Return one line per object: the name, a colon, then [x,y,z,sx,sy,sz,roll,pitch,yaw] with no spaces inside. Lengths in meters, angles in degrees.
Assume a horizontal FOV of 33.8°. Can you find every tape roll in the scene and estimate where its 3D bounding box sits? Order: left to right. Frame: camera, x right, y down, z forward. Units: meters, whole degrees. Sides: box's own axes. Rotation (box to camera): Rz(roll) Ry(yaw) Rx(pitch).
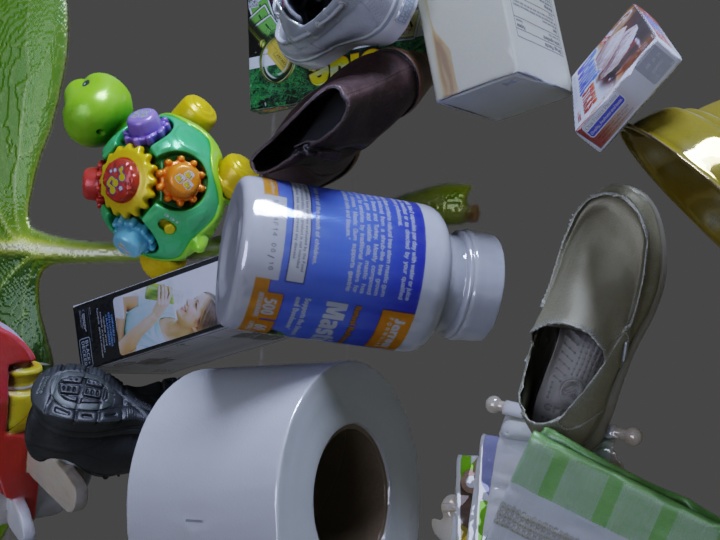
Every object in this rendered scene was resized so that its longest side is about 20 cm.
tape roll: [-0.061,0.172,0.901,0.138,0.202,0.204,-6,85,32]

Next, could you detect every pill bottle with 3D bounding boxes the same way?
pill bottle: [0.000,0.000,0.871,0.112,0.199,0.113,-171,90,-76]

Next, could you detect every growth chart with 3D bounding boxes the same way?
growth chart: [0.121,0.195,0.894,0.144,0.018,0.201,16,96,32]

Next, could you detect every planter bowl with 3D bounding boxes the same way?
planter bowl: [0.259,-0.050,0.727,0.083,0.200,0.200,-46,65,6]

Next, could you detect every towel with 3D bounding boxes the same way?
towel: [0.152,0.222,0.832,0.149,0.031,0.201,25,113,12]

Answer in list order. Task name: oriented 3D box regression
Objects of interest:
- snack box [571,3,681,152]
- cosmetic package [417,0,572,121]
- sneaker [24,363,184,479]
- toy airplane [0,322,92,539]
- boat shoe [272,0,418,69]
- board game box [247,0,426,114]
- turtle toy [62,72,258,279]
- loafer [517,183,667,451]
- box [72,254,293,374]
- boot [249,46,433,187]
snack box: [0.171,-0.132,0.781,0.024,0.200,0.072,37,110,-4]
cosmetic package: [0.090,-0.222,0.884,0.071,0.105,0.201,-16,78,32]
sneaker: [-0.189,0.138,1.007,0.091,0.199,0.076,-58,25,35]
toy airplane: [-0.308,0.149,1.109,0.201,0.141,0.199,57,153,11]
boat shoe: [-0.030,-0.199,0.904,0.200,0.068,0.072,21,88,64]
board game box: [-0.010,-0.196,0.992,0.199,0.023,0.106,-5,87,32]
turtle toy: [-0.194,-0.092,1.053,0.146,0.101,0.200,-46,66,22]
loafer: [0.163,0.034,0.840,0.075,0.068,0.201,12,88,31]
box: [-0.130,0.037,1.001,0.199,0.116,0.061,-17,76,31]
boot: [-0.043,-0.104,0.911,0.200,0.166,0.073,-33,90,35]
